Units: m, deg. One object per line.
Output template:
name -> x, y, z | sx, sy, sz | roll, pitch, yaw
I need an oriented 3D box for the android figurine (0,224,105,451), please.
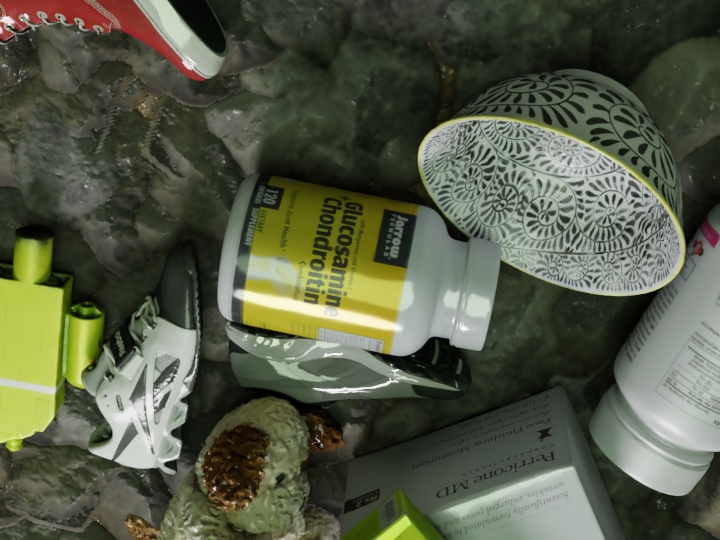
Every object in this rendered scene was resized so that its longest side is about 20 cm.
android figurine -> -0.298, 0.056, 1.033 | 0.179, 0.041, 0.203 | 8, 112, 0

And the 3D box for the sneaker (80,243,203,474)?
sneaker -> -0.173, 0.071, 1.005 | 0.087, 0.074, 0.203 | 8, 113, -15

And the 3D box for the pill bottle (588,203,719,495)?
pill bottle -> 0.261, 0.062, 0.958 | 0.112, 0.114, 0.201 | 26, 112, -7

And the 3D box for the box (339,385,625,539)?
box -> 0.111, 0.233, 1.031 | 0.197, 0.131, 0.202 | -21, 110, 12

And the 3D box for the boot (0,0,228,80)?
boot -> -0.201, -0.182, 0.914 | 0.200, 0.072, 0.144 | 44, 109, -5

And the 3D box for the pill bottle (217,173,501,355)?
pill bottle -> 0.000, 0.000, 0.947 | 0.197, 0.112, 0.113 | 11, 113, 2

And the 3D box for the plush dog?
plush dog -> -0.093, 0.178, 1.012 | 0.159, 0.200, 0.173 | 30, 108, 14

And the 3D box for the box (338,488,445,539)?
box -> 0.049, 0.275, 0.948 | 0.122, 0.048, 0.200 | -40, 104, 8

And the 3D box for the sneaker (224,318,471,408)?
sneaker -> -0.010, 0.072, 1.011 | 0.197, 0.074, 0.080 | 10, 124, 5

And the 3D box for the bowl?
bowl -> 0.148, -0.078, 0.901 | 0.199, 0.095, 0.201 | 24, 156, 11
